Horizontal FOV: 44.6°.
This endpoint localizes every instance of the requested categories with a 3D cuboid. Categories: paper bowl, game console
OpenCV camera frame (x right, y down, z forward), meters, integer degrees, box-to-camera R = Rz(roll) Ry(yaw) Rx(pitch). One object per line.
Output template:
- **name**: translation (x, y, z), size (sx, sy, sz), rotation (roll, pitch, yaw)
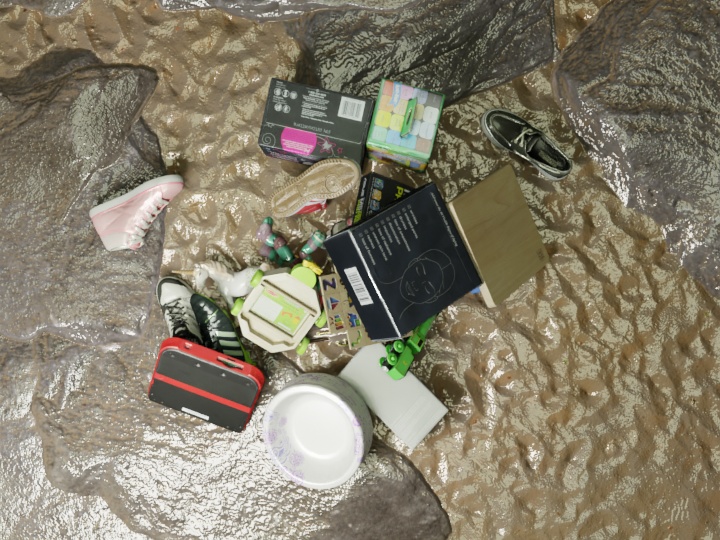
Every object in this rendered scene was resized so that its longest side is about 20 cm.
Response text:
- **paper bowl**: translation (-0.072, 0.286, 1.611), size (0.196, 0.104, 0.205), rotation (6, 107, 18)
- **game console**: translation (-0.286, 0.212, 1.618), size (0.197, 0.031, 0.178), rotation (22, 132, -5)

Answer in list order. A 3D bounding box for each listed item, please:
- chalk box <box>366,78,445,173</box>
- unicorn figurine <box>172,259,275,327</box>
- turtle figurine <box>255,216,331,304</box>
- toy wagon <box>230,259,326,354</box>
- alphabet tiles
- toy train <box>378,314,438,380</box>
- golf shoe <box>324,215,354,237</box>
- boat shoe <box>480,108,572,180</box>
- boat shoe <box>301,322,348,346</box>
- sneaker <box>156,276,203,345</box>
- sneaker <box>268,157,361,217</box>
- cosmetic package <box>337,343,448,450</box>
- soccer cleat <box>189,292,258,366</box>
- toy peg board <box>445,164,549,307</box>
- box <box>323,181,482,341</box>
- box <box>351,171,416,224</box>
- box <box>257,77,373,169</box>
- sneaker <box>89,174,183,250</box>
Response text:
- **chalk box**: translation (0.080, -0.266, 1.609), size (0.121, 0.200, 0.127), rotation (15, 87, 2)
- **unicorn figurine**: translation (-0.234, 0.035, 1.653), size (0.196, 0.074, 0.140), rotation (-17, 94, 12)
- **turtle figurine**: translation (-0.104, -0.011, 1.625), size (0.198, 0.151, 0.101), rotation (34, 50, 17)
- **toy wagon**: translation (-0.132, 0.057, 1.577), size (0.154, 0.040, 0.201), rotation (31, 113, -14)
- **alphabet tiles**: translation (0.022, 0.044, 1.563), size (0.197, 0.006, 0.170), rotation (-10, 87, -28)
- **toy train**: translation (0.096, 0.118, 1.624), size (0.056, 0.042, 0.201), rotation (42, 53, -12)
- **golf shoe**: translation (0.000, 0.000, 1.671), size (0.091, 0.072, 0.203), rotation (-20, 92, 33)
- **boat shoe**: translation (0.319, -0.247, 1.670), size (0.198, 0.064, 0.071), rotation (34, 88, 3)
- **boat shoe**: translation (-0.049, 0.113, 1.645), size (0.196, 0.072, 0.061), rotation (-2, 79, 14)
- **sneaker**: translation (-0.330, 0.101, 1.656), size (0.075, 0.088, 0.203), rotation (-27, 85, 2)
- **sneaker**: translation (-0.067, -0.157, 1.633), size (0.197, 0.112, 0.073), rotation (-21, 89, 28)
- **cosmetic package**: translation (0.060, 0.226, 1.642), size (0.107, 0.090, 0.200), rotation (-44, 84, -2)
- **soccer cleat**: translation (-0.263, 0.135, 1.626), size (0.081, 0.067, 0.202), rotation (-45, 115, -36)
- **toy peg board**: translation (0.228, -0.059, 1.623), size (0.199, 0.097, 0.202), rotation (-33, 102, -40)
- **box**: translation (0.073, -0.014, 1.524), size (0.195, 0.123, 0.203), rotation (-29, 96, -25)
- **box**: translation (0.059, -0.061, 1.627), size (0.158, 0.044, 0.204), rotation (18, 75, -24)
- **box**: translation (-0.081, -0.269, 1.657), size (0.196, 0.115, 0.135), rotation (12, 86, 1)
- **sneaker**: translation (-0.412, -0.102, 1.674), size (0.197, 0.075, 0.106), rotation (-23, 82, 8)
